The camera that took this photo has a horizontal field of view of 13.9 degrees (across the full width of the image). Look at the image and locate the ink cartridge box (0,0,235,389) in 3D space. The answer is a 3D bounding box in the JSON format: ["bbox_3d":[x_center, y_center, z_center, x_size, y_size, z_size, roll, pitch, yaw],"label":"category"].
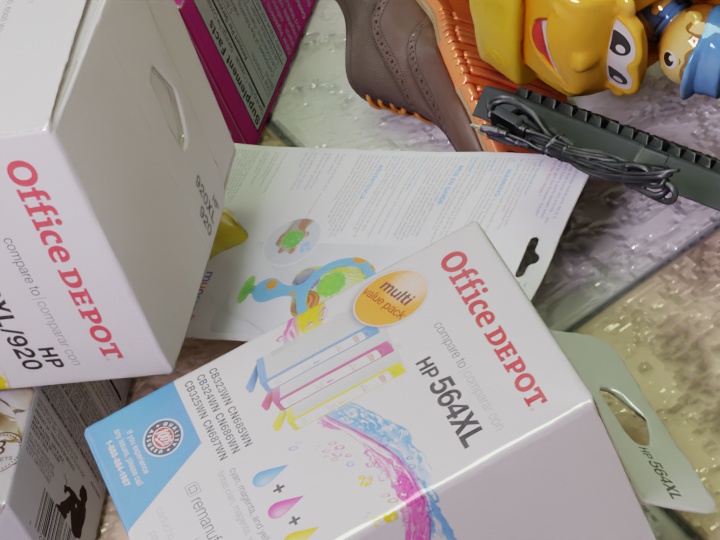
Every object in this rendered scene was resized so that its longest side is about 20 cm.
[{"bbox_3d":[-0.176,-0.046,1.237,0.200,0.147,0.145,-6,44,19],"label":"ink cartridge box"}]

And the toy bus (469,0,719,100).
[{"bbox_3d":[0.174,-0.125,1.272,0.200,0.136,0.192,-37,68,-18],"label":"toy bus"}]

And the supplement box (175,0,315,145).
[{"bbox_3d":[-0.086,-0.157,1.466,0.101,0.103,0.200,-2,45,26],"label":"supplement box"}]

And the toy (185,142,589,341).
[{"bbox_3d":[0.000,0.000,1.294,0.200,0.047,0.115,6,52,30],"label":"toy"}]

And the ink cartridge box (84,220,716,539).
[{"bbox_3d":[0.021,0.088,1.128,0.200,0.125,0.129,-29,40,-2],"label":"ink cartridge box"}]

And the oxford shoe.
[{"bbox_3d":[0.039,-0.090,1.371,0.073,0.071,0.200,-49,41,26],"label":"oxford shoe"}]

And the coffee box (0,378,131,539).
[{"bbox_3d":[-0.170,0.058,1.299,0.113,0.080,0.200,-10,43,18],"label":"coffee box"}]

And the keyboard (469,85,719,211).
[{"bbox_3d":[0.127,-0.044,1.225,0.200,0.127,0.021,23,103,40],"label":"keyboard"}]
